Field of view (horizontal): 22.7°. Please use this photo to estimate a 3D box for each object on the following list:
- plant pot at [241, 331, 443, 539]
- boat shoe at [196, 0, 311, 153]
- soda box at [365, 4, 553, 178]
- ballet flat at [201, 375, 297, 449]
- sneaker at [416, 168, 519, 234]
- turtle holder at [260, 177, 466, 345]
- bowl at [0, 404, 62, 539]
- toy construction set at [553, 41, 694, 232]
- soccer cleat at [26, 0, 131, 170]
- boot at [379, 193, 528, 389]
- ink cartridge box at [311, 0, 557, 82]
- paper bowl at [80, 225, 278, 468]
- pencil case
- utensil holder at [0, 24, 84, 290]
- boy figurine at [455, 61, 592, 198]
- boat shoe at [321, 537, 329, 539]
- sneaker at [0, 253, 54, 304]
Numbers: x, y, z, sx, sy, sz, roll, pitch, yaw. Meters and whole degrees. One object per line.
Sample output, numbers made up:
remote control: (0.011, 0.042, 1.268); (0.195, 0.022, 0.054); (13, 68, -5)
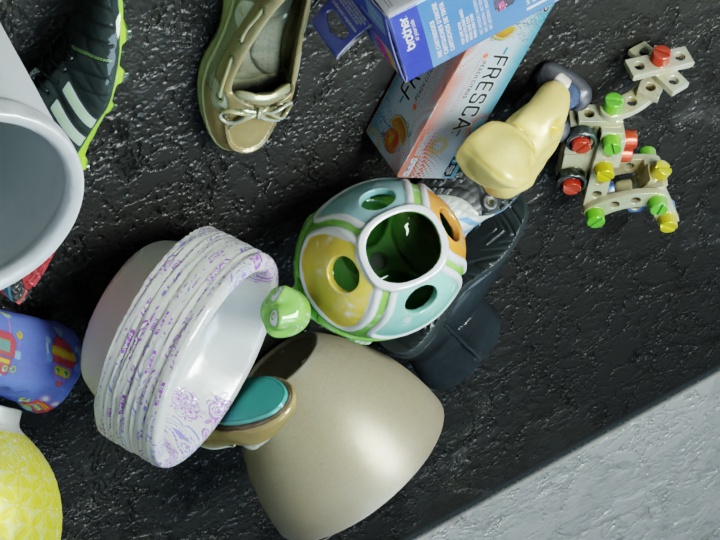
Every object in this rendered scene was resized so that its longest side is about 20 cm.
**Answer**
plant pot: (-0.039, 0.138, 1.708); (0.200, 0.200, 0.135); (-35, 110, 4)
boat shoe: (-0.077, -0.162, 1.399); (0.073, 0.063, 0.201); (-9, 139, -29)
soda box: (0.083, -0.172, 1.511); (0.068, 0.064, 0.201); (-1, 135, -37)
ballet flat: (-0.117, 0.134, 1.640); (0.063, 0.199, 0.069); (52, 55, -29)
sneaker: (0.068, -0.049, 1.656); (0.199, 0.072, 0.072); (-35, 177, -6)
turtle holder: (0.003, -0.011, 1.536); (0.184, 0.142, 0.132); (1, 174, -13)
bowl: (-0.339, 0.161, 1.520); (0.200, 0.199, 0.108); (24, 79, -50)
toy construction set: (0.249, -0.118, 1.679); (0.130, 0.092, 0.201); (0, 131, -3)
soccer cleat: (-0.225, -0.130, 1.326); (0.081, 0.068, 0.201); (7, 131, -25)
boot: (0.103, 0.018, 1.749); (0.201, 0.076, 0.168); (-53, 157, 0)
ink cartridge box: (0.055, -0.233, 1.352); (0.199, 0.137, 0.077); (-27, 140, -8)
paper bowl: (-0.160, 0.056, 1.517); (0.201, 0.104, 0.201); (-56, 165, -23)
pencil case: (-0.320, 0.062, 1.469); (0.200, 0.086, 0.079); (22, 75, -50)
utensil holder: (-0.296, -0.102, 1.184); (0.169, 0.200, 0.171); (-20, 142, -17)
boy figurine: (0.136, -0.111, 1.540); (0.125, 0.064, 0.200); (-57, 172, 33)
boat shoe: (0.005, 0.212, 1.901); (0.074, 0.073, 0.200); (17, 122, -48)
sneaker: (-0.293, -0.038, 1.380); (0.080, 0.095, 0.200); (-60, 169, -9)
